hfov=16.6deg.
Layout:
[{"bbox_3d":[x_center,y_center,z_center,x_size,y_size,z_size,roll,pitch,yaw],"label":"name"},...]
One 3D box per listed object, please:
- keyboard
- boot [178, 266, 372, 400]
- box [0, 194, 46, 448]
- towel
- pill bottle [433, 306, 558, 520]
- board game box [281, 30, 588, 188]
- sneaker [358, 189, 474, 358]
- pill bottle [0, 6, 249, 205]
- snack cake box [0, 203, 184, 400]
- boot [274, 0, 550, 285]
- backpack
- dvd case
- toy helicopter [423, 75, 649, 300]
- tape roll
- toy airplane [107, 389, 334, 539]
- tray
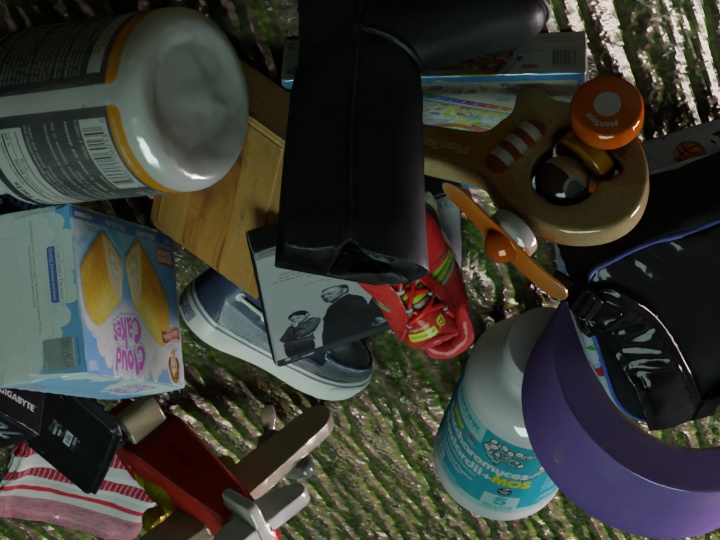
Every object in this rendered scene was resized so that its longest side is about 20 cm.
[{"bbox_3d":[-0.222,0.107,1.882,0.104,0.040,0.200,40,157,2],"label":"keyboard"},{"bbox_3d":[-0.038,0.034,1.862,0.090,0.073,0.199,-39,143,25],"label":"boot"},{"bbox_3d":[-0.289,-0.007,1.691,0.049,0.200,0.200,-20,142,32],"label":"box"},{"bbox_3d":[-0.241,0.183,2.173,0.143,0.023,0.200,12,148,-15],"label":"towel"},{"bbox_3d":[0.126,0.107,1.919,0.110,0.112,0.200,7,148,-6],"label":"pill bottle"},{"bbox_3d":[0.054,-0.104,1.650,0.198,0.034,0.135,-1,149,7],"label":"board game box"},{"bbox_3d":[0.037,0.008,1.647,0.077,0.085,0.200,-26,156,12],"label":"sneaker"},{"bbox_3d":[-0.179,-0.102,1.582,0.199,0.117,0.116,-3,151,38],"label":"pill bottle"},{"bbox_3d":[-0.187,0.026,1.706,0.067,0.116,0.200,-9,173,14],"label":"snack cake box"},{"bbox_3d":[0.033,-0.088,1.516,0.163,0.201,0.066,1,149,5],"label":"boot"},{"bbox_3d":[0.219,0.007,1.667,0.198,0.155,0.191,-16,131,0],"label":"backpack"},{"bbox_3d":[0.000,0.000,1.739,0.149,0.025,0.200,-18,156,-5],"label":"dvd case"},{"bbox_3d":[0.083,-0.059,1.565,0.198,0.133,0.079,11,155,12],"label":"toy helicopter"},{"bbox_3d":[0.222,0.086,1.787,0.198,0.201,0.085,9,150,-9],"label":"tape roll"},{"bbox_3d":[-0.123,0.191,2.002,0.198,0.200,0.142,-1,139,5],"label":"toy airplane"},{"bbox_3d":[-0.089,-0.066,1.683,0.098,0.037,0.200,35,149,10],"label":"tray"}]
